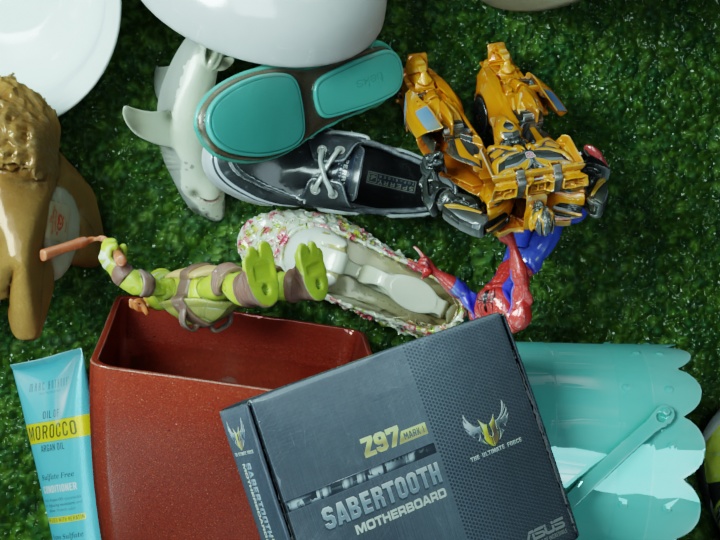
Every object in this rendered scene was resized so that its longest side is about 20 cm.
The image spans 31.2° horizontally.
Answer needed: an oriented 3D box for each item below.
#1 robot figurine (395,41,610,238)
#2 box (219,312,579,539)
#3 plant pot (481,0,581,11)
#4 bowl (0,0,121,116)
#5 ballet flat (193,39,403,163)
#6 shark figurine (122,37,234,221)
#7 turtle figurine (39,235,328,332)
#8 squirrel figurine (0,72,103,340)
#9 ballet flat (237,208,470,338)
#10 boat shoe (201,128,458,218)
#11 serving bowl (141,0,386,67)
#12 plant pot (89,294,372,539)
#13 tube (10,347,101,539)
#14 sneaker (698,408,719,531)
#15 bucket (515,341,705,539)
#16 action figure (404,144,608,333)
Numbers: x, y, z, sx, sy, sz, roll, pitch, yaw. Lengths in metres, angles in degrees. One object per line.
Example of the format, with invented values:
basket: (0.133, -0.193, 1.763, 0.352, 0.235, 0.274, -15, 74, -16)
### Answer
robot figurine: (0.102, -0.097, 0.970, 0.144, 0.200, 0.058, -11, 130, -14)
box: (0.028, 0.129, 0.812, 0.199, 0.051, 0.159, -16, 85, -30)
plant pot: (0.102, -0.311, 0.974, 0.199, 0.177, 0.201, 28, 82, -6)
bowl: (-0.272, -0.211, 0.958, 0.200, 0.090, 0.202, -1, 110, -2)
ballet flat: (-0.057, -0.126, 0.956, 0.199, 0.070, 0.068, -25, 115, -38)
shark figurine: (-0.123, -0.160, 1.001, 0.128, 0.089, 0.215, 23, 94, -40)
turtle figurine: (-0.114, 0.011, 0.921, 0.199, 0.161, 0.065, 17, 73, -46)
squirrel figurine: (-0.306, -0.055, 0.932, 0.185, 0.142, 0.201, 4, 124, 11)
ballet flat: (0.000, 0.000, 1.015, 0.199, 0.064, 0.076, 19, 87, -6)
boat shoe: (-0.020, -0.075, 0.989, 0.199, 0.068, 0.072, 12, 91, -22)
serving bowl: (-0.070, -0.238, 0.952, 0.199, 0.066, 0.201, 11, 44, -10)
plant pot: (-0.100, 0.138, 0.943, 0.199, 0.200, 0.177, 9, 101, -7)
tube: (-0.219, 0.163, 0.990, 0.077, 0.050, 0.201, -13, 90, 26)
sneaker: (0.327, 0.208, 1.046, 0.075, 0.076, 0.201, -12, 89, -6)
bucket: (0.164, 0.148, 0.968, 0.134, 0.207, 0.209, 5, 88, -1)
action figure: (0.112, -0.029, 0.989, 0.099, 0.065, 0.201, 44, 61, -27)
